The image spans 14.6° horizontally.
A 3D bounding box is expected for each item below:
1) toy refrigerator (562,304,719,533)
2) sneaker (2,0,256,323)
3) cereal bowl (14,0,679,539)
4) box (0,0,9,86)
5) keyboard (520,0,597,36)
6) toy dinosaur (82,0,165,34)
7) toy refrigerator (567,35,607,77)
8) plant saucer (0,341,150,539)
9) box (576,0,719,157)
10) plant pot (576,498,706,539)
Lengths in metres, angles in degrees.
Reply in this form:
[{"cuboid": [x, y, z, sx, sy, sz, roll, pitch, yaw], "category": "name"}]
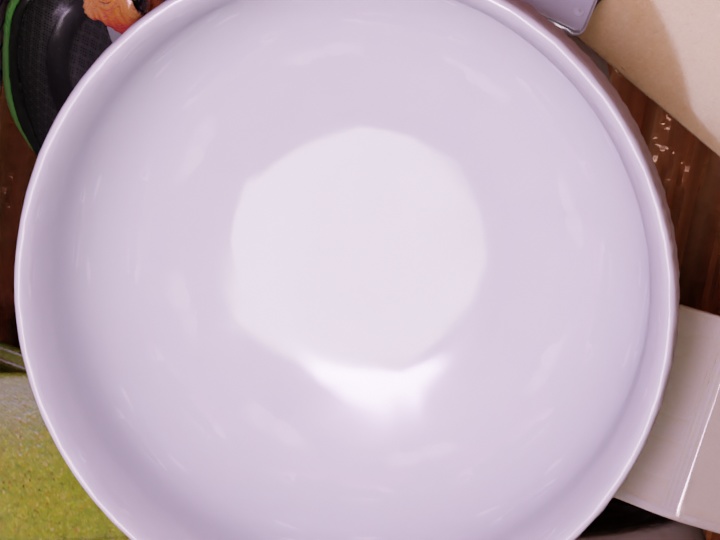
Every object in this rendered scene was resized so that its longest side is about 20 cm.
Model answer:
[{"cuboid": [0.161, 0.060, 0.916, 0.200, 0.076, 0.070, 19, 90, -34], "category": "toy refrigerator"}, {"cuboid": [-0.054, -0.016, 0.937, 0.077, 0.084, 0.200, -31, 113, -16], "category": "sneaker"}, {"cuboid": [0.000, 0.000, 0.853, 0.200, 0.083, 0.201, 2, 103, 9], "category": "cereal bowl"}, {"cuboid": [-0.163, -0.100, 0.866, 0.105, 0.184, 0.200, 10, 110, -2], "category": "box"}, {"cuboid": [0.079, -0.171, 0.868, 0.056, 0.011, 0.200, 26, 76, -12], "category": "keyboard"}, {"cuboid": [-0.024, -0.158, 0.854, 0.200, 0.105, 0.182, 0, 90, 18], "category": "toy dinosaur"}, {"cuboid": [0.045, -0.029, 0.932, 0.076, 0.070, 0.200, -6, 111, 25], "category": "toy refrigerator"}, {"cuboid": [-0.182, 0.038, 0.879, 0.199, 0.200, 0.048, 16, 98, 38], "category": "plant saucer"}, {"cuboid": [0.191, -0.070, 0.859, 0.200, 0.021, 0.164, 39, 109, -7], "category": "box"}, {"cuboid": [0.059, 0.169, 0.966, 0.200, 0.200, 0.174, -3, 93, 4], "category": "plant pot"}]
